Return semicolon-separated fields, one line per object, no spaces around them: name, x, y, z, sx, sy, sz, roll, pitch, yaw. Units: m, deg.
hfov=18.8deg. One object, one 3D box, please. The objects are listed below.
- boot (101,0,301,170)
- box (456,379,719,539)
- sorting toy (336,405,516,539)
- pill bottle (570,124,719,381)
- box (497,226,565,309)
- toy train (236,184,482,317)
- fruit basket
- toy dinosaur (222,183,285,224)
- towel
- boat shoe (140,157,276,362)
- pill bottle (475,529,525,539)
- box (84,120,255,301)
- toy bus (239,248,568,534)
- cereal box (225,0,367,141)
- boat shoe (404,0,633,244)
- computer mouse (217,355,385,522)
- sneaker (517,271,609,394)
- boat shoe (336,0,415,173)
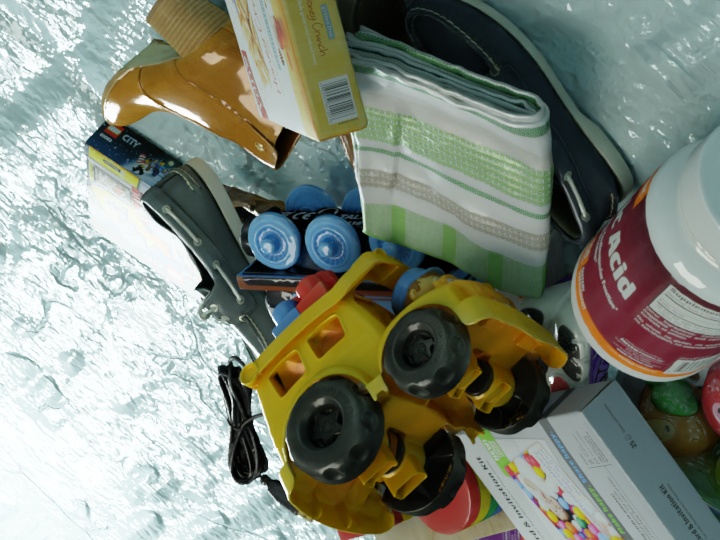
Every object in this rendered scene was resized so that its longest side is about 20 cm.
boot;-0.117;-0.124;1.670;0.144;0.071;0.201;43;149;2
box;0.165;0.160;1.564;0.156;0.041;0.200;54;156;-8
sorting toy;0.035;0.127;1.726;0.199;0.070;0.200;-23;86;47
pill bottle;0.216;-0.013;1.358;0.114;0.114;0.200;39;153;2
box;0.125;0.012;1.597;0.039;0.041;0.200;27;152;26
toy train;0.000;0.000;1.637;0.200;0.087;0.115;1;114;30
fruit basket;0.255;0.111;1.522;0.185;0.094;0.200;33;147;21
toy dinosaur;-0.036;-0.020;1.764;0.200;0.060;0.106;37;-176;-1
towel;0.057;-0.063;1.437;0.149;0.031;0.200;24;148;20
boat shoe;-0.111;0.012;1.726;0.200;0.062;0.073;66;158;-10
pill bottle;0.118;0.190;1.797;0.200;0.112;0.113;11;141;45
box;-0.149;-0.034;1.887;0.200;0.038;0.137;33;153;14
toy bus;0.017;0.056;1.525;0.136;0.200;0.192;28;-155;-48
cereal box;-0.051;-0.165;1.426;0.200;0.039;0.144;-152;45;-74
boat shoe;0.096;-0.102;1.438;0.200;0.062;0.075;48;152;-16
computer mouse;-0.039;0.160;1.714;0.200;0.046;0.141;23;137;28
sneaker;0.162;0.067;1.584;0.081;0.083;0.200;40;154;22
boat shoe;0.003;-0.134;1.513;0.068;0.072;0.200;26;141;35
